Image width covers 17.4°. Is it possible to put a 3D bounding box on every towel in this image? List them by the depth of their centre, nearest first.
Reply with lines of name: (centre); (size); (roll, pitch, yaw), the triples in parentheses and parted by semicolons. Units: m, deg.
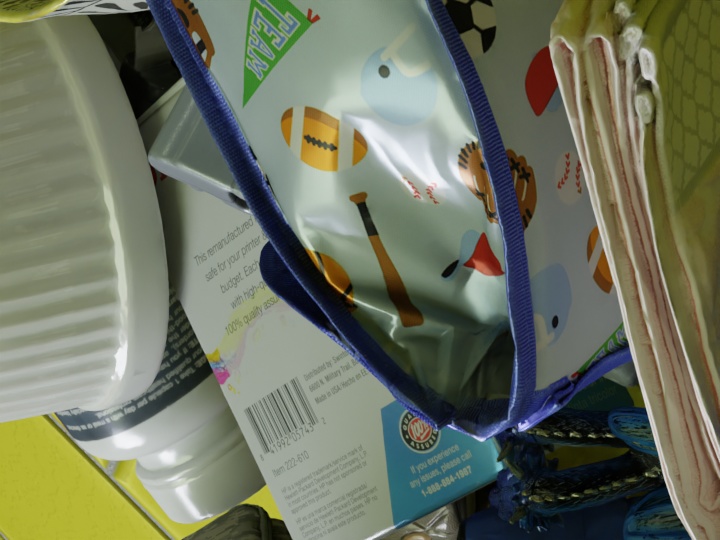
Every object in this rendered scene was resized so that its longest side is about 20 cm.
towel: (0.118, -0.048, 0.663); (0.032, 0.200, 0.191); (5, 134, 29)

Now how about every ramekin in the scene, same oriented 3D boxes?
ramekin: (-0.172, -0.025, 1.013); (0.200, 0.105, 0.201); (43, 141, 48)

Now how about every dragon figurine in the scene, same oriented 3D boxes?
dragon figurine: (0.120, 0.069, 0.791); (0.200, 0.099, 0.059); (11, 111, 59)

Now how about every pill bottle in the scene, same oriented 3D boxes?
pill bottle: (-0.118, 0.027, 1.216); (0.200, 0.120, 0.119); (56, 154, -18)

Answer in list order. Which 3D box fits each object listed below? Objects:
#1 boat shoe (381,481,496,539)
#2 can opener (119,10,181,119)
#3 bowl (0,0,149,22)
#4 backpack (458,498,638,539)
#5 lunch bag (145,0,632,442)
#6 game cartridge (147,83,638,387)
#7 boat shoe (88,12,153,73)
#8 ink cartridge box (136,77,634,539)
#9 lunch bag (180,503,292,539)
boat shoe: (0.015, 0.025, 1.061); (0.074, 0.073, 0.201); (-13, 94, 41)
can opener: (-0.088, -0.087, 1.030); (0.066, 0.053, 0.200); (40, 133, 34)
bowl: (-0.060, -0.171, 0.833); (0.094, 0.201, 0.200); (17, 174, -34)
backpack: (0.109, 0.165, 0.948); (0.200, 0.167, 0.163); (58, -158, -70)
lunch bag: (0.040, -0.064, 0.712); (0.124, 0.170, 0.200); (-28, 91, 45)
game cartridge: (0.037, -0.057, 0.836); (0.200, 0.134, 0.040); (24, 167, 19)
boat shoe: (-0.127, -0.134, 1.070); (0.071, 0.070, 0.201); (15, 143, 44)
ink cartridge box: (0.000, 0.000, 0.951); (0.144, 0.085, 0.200); (-33, 81, 49)
lunch bag: (-0.042, 0.190, 1.125); (0.200, 0.167, 0.140); (-126, 27, -84)
